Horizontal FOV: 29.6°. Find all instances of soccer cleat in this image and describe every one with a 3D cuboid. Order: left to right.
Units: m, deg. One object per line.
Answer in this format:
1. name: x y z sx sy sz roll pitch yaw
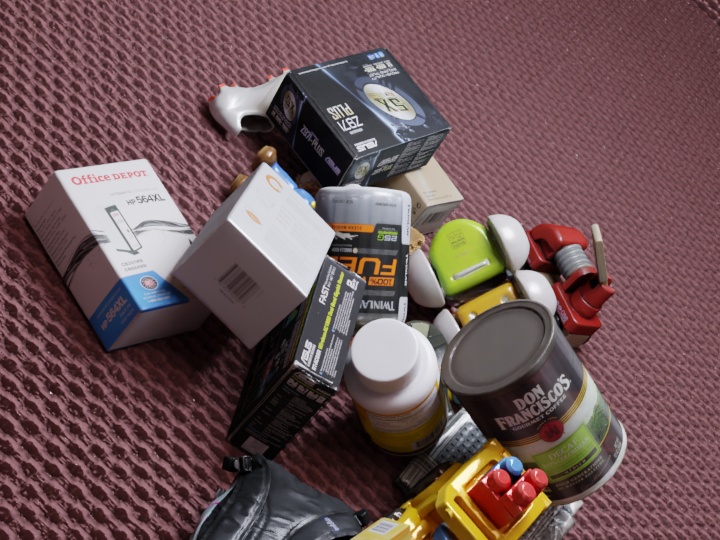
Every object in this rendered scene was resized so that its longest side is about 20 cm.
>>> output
1. soccer cleat: -0.131 -0.234 1.938 0.199 0.069 0.078 -21 73 -44

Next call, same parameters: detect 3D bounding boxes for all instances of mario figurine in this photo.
1. mario figurine: -0.070 -0.077 1.783 0.199 0.124 0.106 38 22 1

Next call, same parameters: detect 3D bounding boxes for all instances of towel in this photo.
1. towel: 0.165 0.269 1.666 0.200 0.035 0.192 47 53 4

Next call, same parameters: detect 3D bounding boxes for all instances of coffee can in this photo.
1. coffee can: 0.204 0.155 1.592 0.200 0.145 0.147 53 27 -30

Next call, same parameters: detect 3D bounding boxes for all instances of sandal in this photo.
1. sandal: 0.077 0.159 1.732 0.079 0.057 0.203 5 66 -27

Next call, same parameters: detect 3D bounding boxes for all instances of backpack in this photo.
1. backpack: -0.100 0.291 1.349 0.166 0.127 0.200 22 28 12

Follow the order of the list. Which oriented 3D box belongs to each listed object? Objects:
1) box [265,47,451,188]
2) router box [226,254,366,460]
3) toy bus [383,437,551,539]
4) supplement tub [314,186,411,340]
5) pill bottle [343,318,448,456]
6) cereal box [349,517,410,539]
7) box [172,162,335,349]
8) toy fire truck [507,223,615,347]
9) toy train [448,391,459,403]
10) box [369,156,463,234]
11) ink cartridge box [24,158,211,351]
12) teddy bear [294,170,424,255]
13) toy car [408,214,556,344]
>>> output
1. box: -0.002 -0.209 1.897 0.199 0.086 0.164 -21 66 -41
2. router box: -0.071 0.100 1.563 0.062 0.150 0.201 31 37 -13
3. toy bus: 0.119 0.281 1.507 0.136 0.192 0.200 49 50 6
4. supplement tub: 0.000 0.000 1.696 0.122 0.122 0.202 3 89 -42
5. pill bottle: 0.041 0.134 1.587 0.108 0.200 0.110 -4 61 7
6. cereal box: 0.000 0.363 1.340 0.039 0.202 0.144 8 19 33
7. box: -0.118 -0.021 1.561 0.124 0.097 0.200 45 22 -10
8. toy fire truck: 0.309 -0.009 2.001 0.128 0.200 0.177 8 47 -39
9. toy train: 0.195 0.158 1.763 0.200 0.151 0.056 44 33 10
10. box: 0.050 -0.152 2.009 0.095 0.078 0.201 -15 63 -49
11. ink cartridge box: -0.267 -0.022 1.560 0.145 0.084 0.201 -14 64 -50
12. teddy bear: -0.006 -0.075 1.899 0.199 0.067 0.145 35 26 0
13. toy car: 0.161 0.029 1.870 0.201 0.174 0.150 64 -1 5
